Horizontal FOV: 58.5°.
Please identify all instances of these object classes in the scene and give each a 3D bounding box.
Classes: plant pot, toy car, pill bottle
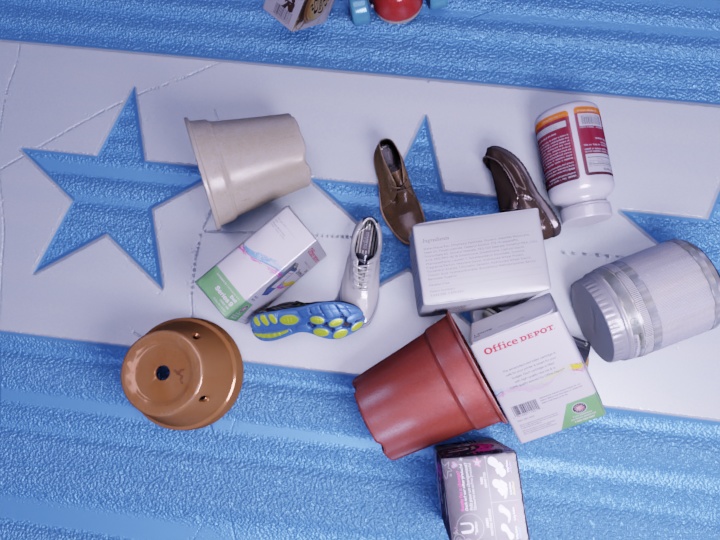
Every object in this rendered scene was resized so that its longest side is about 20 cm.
[{"bbox_3d":[0.104,0.198,1.046,0.195,0.201,0.201,-28,80,6],"label":"plant pot"},{"bbox_3d":[0.059,-0.568,1.161,0.184,0.200,0.177,-10,80,1],"label":"toy car"},{"bbox_3d":[0.376,-0.182,1.125,0.113,0.113,0.200,-8,80,2],"label":"pill bottle"},{"bbox_3d":[-0.313,0.173,1.091,0.200,0.140,0.200,-1,80,4],"label":"plant pot"},{"bbox_3d":[-0.191,-0.189,1.132,0.183,0.200,0.201,-16,80,-12],"label":"plant pot"}]

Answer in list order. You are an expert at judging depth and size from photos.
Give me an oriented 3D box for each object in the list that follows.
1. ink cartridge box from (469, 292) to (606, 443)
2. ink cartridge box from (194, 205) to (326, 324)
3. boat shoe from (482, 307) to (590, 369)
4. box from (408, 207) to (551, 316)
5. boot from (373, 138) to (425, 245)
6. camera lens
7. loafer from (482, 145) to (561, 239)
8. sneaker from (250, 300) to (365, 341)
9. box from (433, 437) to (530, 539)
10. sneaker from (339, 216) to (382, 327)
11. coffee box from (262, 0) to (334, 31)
[{"bbox_3d":[0.281,0.156,1.035,0.145,0.084,0.200,-25,105,17],"label":"ink cartridge box"},{"bbox_3d":[-0.165,-0.006,1.109,0.200,0.145,0.088,-42,82,-4],"label":"ink cartridge box"},{"bbox_3d":[0.304,0.109,1.103,0.200,0.075,0.062,27,78,2],"label":"boat shoe"},{"bbox_3d":[0.186,-0.006,1.062,0.200,0.199,0.131,-8,81,2],"label":"box"},{"bbox_3d":[0.066,-0.142,1.155,0.074,0.075,0.200,-18,81,-2],"label":"boot"},{"bbox_3d":[0.472,0.049,1.057,0.200,0.160,0.160,-21,80,-1],"label":"camera lens"},{"bbox_3d":[0.274,-0.132,1.141,0.071,0.073,0.200,-33,80,-3],"label":"loafer"},{"bbox_3d":[-0.091,0.078,1.119,0.199,0.083,0.071,-5,111,12],"label":"sneaker"},{"bbox_3d":[0.179,0.339,1.005,0.115,0.200,0.132,-7,80,1],"label":"box"},{"bbox_3d":[0.000,0.000,1.136,0.073,0.071,0.200,3,81,4],"label":"sneaker"},{"bbox_3d":[-0.084,-0.546,1.155,0.080,0.200,0.113,41,41,8],"label":"coffee box"}]
